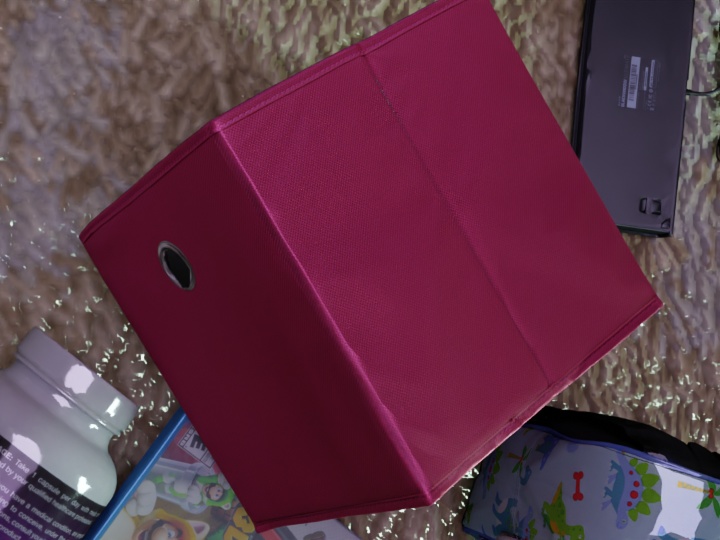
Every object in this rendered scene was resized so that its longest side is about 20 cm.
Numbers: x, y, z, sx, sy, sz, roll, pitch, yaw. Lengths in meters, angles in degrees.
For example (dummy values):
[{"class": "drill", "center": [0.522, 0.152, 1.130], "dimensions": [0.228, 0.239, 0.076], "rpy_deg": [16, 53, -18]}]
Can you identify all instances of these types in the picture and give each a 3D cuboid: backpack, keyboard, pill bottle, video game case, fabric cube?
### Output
[{"class": "backpack", "center": [0.164, 0.168, 0.716], "dimensions": [0.181, 0.200, 0.149], "rpy_deg": [18, 82, -11]}, {"class": "keyboard", "center": [0.208, -0.123, 0.843], "dimensions": [0.125, 0.021, 0.203], "rpy_deg": [8, 85, -6]}, {"class": "pill bottle", "center": [-0.213, 0.135, 0.680], "dimensions": [0.112, 0.112, 0.201], "rpy_deg": [38, 79, -7]}, {"class": "video game case", "center": [-0.072, 0.195, 0.731], "dimensions": [0.200, 0.018, 0.144], "rpy_deg": [41, 77, -21]}, {"class": "fabric cube", "center": [0.000, 0.000, 0.671], "dimensions": [0.199, 0.196, 0.201], "rpy_deg": [-33, 95, -34]}]
